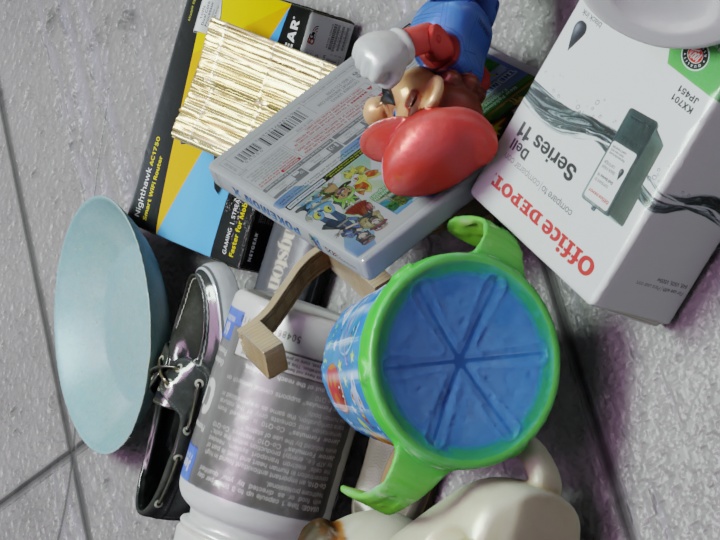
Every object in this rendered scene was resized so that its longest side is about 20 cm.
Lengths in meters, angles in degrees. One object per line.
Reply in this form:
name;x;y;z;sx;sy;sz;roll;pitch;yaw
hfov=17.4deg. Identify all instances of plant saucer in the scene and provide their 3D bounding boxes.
plant saucer;-0.188;0.042;1.844;0.201;0.038;0.203;1;91;61

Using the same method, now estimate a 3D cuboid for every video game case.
video game case;0.023;-0.090;1.614;0.200;0.022;0.182;-38;42;-19

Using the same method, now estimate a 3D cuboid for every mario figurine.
mario figurine;0.039;-0.142;1.549;0.106;0.123;0.201;-24;47;56

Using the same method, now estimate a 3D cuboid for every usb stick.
usb stick;-0.043;-0.021;1.737;0.055;0.033;0.201;20;95;27

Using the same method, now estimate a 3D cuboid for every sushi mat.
sushi mat;-0.040;-0.107;1.713;0.199;0.012;0.096;23;94;19

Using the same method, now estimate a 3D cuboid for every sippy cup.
sippy cup;0.041;0.060;1.520;0.140;0.177;0.130;62;158;-9

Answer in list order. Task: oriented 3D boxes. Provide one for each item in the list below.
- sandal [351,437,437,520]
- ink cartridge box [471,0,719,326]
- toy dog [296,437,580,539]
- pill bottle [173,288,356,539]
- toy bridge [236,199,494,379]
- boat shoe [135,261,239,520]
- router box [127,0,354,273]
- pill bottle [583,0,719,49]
sandal;0.029;0.091;1.625;0.082;0.054;0.201;25;98;45
ink cartridge box;0.179;-0.088;1.497;0.147;0.083;0.201;45;113;42
toy dog;0.042;0.203;1.527;0.199;0.139;0.195;-10;77;47
pill bottle;-0.063;0.123;1.668;0.113;0.113;0.201;20;94;46
toy bridge;0.000;0.000;1.610;0.199;0.027;0.067;-32;45;-19
boat shoe;-0.129;0.093;1.753;0.069;0.056;0.201;24;110;58
router box;-0.094;-0.111;1.799;0.149;0.051;0.201;21;97;46
pill bottle;0.202;-0.243;1.410;0.112;0.112;0.201;-11;51;43
